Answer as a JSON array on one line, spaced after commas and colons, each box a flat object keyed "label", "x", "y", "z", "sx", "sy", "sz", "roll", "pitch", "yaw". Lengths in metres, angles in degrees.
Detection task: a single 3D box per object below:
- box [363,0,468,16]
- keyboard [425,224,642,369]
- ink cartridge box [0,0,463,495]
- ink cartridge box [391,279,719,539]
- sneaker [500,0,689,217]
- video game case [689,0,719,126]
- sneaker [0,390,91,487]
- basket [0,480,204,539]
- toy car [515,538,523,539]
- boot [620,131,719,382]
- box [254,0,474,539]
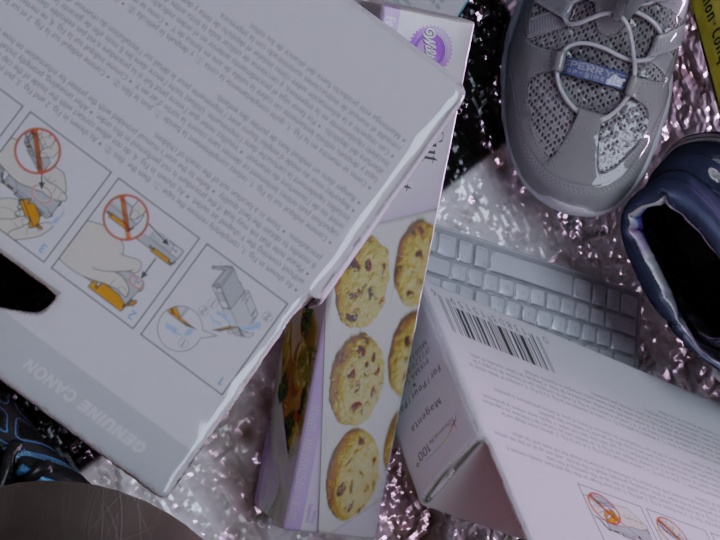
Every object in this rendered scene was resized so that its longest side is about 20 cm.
[{"label": "box", "x": 0.022, "y": -0.159, "z": 0.862, "sx": 0.082, "sy": 0.049, "sz": 0.200, "roll": 44, "pitch": 63, "yaw": -22}, {"label": "keyboard", "x": 0.041, "y": 0.012, "z": 0.880, "sx": 0.199, "sy": 0.011, "sz": 0.057, "roll": 17, "pitch": 75, "yaw": -33}, {"label": "ink cartridge box", "x": -0.093, "y": -0.050, "z": 0.726, "sx": 0.200, "sy": 0.044, "sz": 0.174, "roll": 36, "pitch": 82, "yaw": -1}, {"label": "ink cartridge box", "x": 0.107, "y": 0.102, "z": 0.829, "sx": 0.199, "sy": 0.044, "sz": 0.174, "roll": 23, "pitch": 32, "yaw": -34}, {"label": "sneaker", "x": 0.102, "y": -0.123, "z": 0.875, "sx": 0.074, "sy": 0.082, "sz": 0.201, "roll": 11, "pitch": 86, "yaw": 3}, {"label": "video game case", "x": 0.224, "y": -0.117, "z": 0.969, "sx": 0.199, "sy": 0.025, "sz": 0.182, "roll": 15, "pitch": 51, "yaw": -32}, {"label": "sneaker", "x": -0.135, "y": 0.061, "z": 0.709, "sx": 0.200, "sy": 0.082, "sz": 0.073, "roll": 45, "pitch": 65, "yaw": -20}, {"label": "basket", "x": -0.099, "y": 0.167, "z": 0.602, "sx": 0.179, "sy": 0.136, "sz": 0.200, "roll": 20, "pitch": 34, "yaw": -7}, {"label": "toy car", "x": 0.122, "y": 0.204, "z": 0.799, "sx": 0.158, "sy": 0.200, "sz": 0.165, "roll": -47, "pitch": 111, "yaw": -29}, {"label": "boot", "x": 0.178, "y": 0.040, "z": 0.903, "sx": 0.200, "sy": 0.073, "sz": 0.090, "roll": 55, "pitch": 31, "yaw": -1}, {"label": "box", "x": 0.000, "y": 0.000, "z": 0.800, "sx": 0.041, "sy": 0.039, "sz": 0.201, "roll": 9, "pitch": 96, "yaw": -23}]
